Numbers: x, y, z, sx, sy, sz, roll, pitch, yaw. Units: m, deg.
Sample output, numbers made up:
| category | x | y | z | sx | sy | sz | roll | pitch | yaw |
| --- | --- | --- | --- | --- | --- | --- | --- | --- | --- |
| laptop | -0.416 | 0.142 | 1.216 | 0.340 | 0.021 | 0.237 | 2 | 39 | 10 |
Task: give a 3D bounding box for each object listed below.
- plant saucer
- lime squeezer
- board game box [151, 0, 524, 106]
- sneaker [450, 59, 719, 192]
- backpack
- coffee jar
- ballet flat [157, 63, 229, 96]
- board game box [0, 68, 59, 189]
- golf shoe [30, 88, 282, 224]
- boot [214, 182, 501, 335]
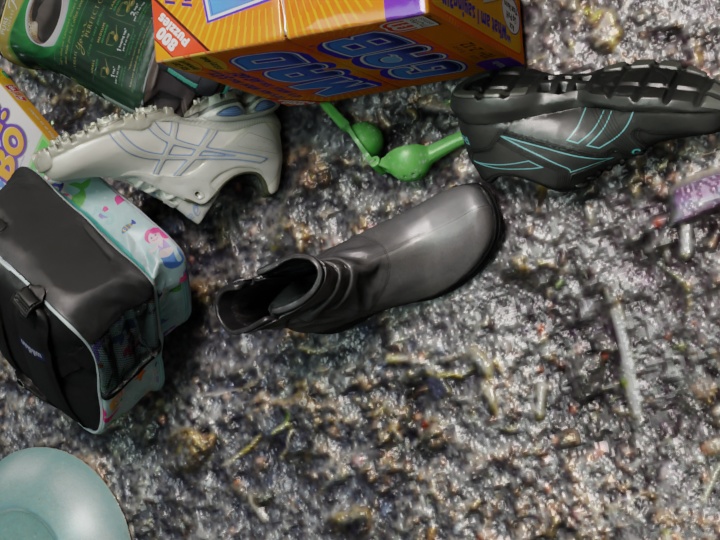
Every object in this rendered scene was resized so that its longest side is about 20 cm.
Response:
| category | x | y | z | sx | sy | sz | roll | pitch | yaw |
| --- | --- | --- | --- | --- | --- | --- | --- | --- | --- |
| plant saucer | -0.285 | 0.256 | 1.352 | 0.199 | 0.039 | 0.203 | 0 | 89 | 30 |
| lime squeezer | 0.021 | -0.107 | 1.175 | 0.199 | 0.038 | 0.071 | 17 | 98 | 30 |
| board game box | -0.015 | -0.241 | 1.087 | 0.198 | 0.200 | 0.202 | -7 | 84 | 23 |
| sneaker | 0.163 | -0.100 | 1.087 | 0.198 | 0.075 | 0.080 | 2 | 118 | 26 |
| backpack | -0.226 | 0.025 | 1.244 | 0.177 | 0.150 | 0.201 | 39 | 147 | 24 |
| coffee jar | -0.221 | -0.199 | 1.286 | 0.199 | 0.085 | 0.105 | 25 | 99 | 26 |
| ballet flat | -0.123 | -0.220 | 1.189 | 0.073 | 0.073 | 0.201 | -19 | 49 | 28 |
| board game box | -0.301 | -0.090 | 1.369 | 0.200 | 0.030 | 0.096 | 48 | 112 | 23 |
| golf shoe | -0.149 | -0.080 | 1.198 | 0.078 | 0.198 | 0.098 | -177 | 74 | -70 |
| boot | 0.000 | 0.000 | 1.133 | 0.199 | 0.131 | 0.070 | -33 | 74 | 26 |
